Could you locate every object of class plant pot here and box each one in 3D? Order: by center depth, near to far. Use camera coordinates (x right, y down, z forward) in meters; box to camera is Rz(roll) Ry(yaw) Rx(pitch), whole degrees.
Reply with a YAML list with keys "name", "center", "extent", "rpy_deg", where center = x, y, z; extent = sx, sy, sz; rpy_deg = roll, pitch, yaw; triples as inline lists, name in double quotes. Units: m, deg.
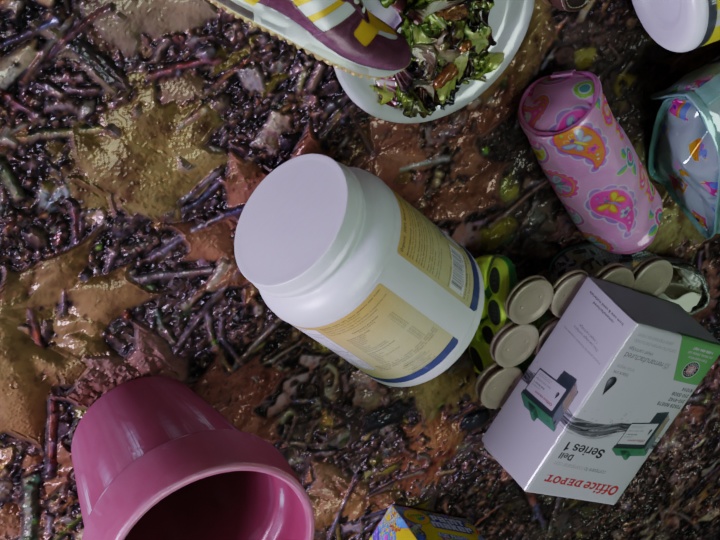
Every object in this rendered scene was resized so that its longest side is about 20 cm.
- name: "plant pot"
  center: [-0.163, 0.194, 1.386]
  extent: [0.198, 0.179, 0.201]
  rpy_deg: [-17, 130, -22]

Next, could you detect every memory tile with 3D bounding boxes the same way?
- name: "memory tile"
  center: [0.206, 0.059, 1.544]
  extent: [0.198, 0.017, 0.154]
  rpy_deg: [-8, 127, -31]

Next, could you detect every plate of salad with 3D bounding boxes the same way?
- name: "plate of salad"
  center: [0.068, -0.209, 1.339]
  extent: [0.199, 0.048, 0.202]
  rpy_deg: [-17, 129, -23]

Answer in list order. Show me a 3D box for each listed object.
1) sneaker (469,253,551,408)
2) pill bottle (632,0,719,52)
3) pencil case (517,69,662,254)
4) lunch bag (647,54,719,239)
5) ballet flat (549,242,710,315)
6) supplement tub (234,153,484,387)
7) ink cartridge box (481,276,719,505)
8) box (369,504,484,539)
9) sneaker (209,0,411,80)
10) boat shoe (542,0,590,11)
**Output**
- name: "sneaker"
  center: [0.145, 0.052, 1.566]
  extent: [0.083, 0.074, 0.201]
  rpy_deg: [-38, 138, -22]
- name: "pill bottle"
  center: [0.346, -0.275, 1.426]
  extent: [0.199, 0.112, 0.113]
  rpy_deg: [-22, 131, -18]
- name: "pencil case"
  center: [0.217, -0.099, 1.492]
  extent: [0.087, 0.087, 0.200]
  rpy_deg: [-41, 135, -1]
- name: "lunch bag"
  center: [0.365, -0.150, 1.503]
  extent: [0.170, 0.122, 0.200]
  rpy_deg: [-32, 150, -9]
- name: "ballet flat"
  center: [0.282, 0.014, 1.621]
  extent: [0.199, 0.072, 0.073]
  rpy_deg: [7, 118, -35]
- name: "supplement tub"
  center: [0.000, 0.000, 1.377]
  extent: [0.145, 0.145, 0.200]
  rpy_deg: [-48, 133, 6]
- name: "ink cartridge box"
  center: [0.231, 0.120, 1.536]
  extent: [0.145, 0.084, 0.201]
  rpy_deg: [14, 114, -41]
- name: "box"
  center: [0.069, 0.387, 1.662]
  extent: [0.121, 0.193, 0.201]
  rpy_deg: [16, 112, -39]
- name: "sneaker"
  center: [-0.030, -0.219, 1.238]
  extent: [0.199, 0.075, 0.091]
  rpy_deg: [20, 112, -31]
- name: "boat shoe"
  center: [0.199, -0.304, 1.335]
  extent: [0.070, 0.070, 0.201]
  rpy_deg: [-25, 136, -40]
